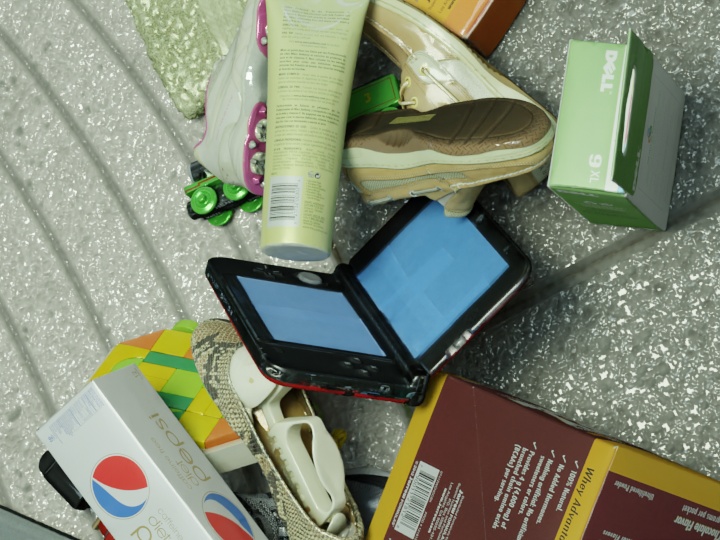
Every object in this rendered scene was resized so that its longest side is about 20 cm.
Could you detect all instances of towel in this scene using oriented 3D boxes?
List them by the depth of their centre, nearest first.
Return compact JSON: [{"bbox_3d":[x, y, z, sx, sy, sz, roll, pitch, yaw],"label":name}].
[{"bbox_3d":[-0.121,-0.232,1.777,0.148,0.036,0.201,-28,74,15],"label":"towel"}]

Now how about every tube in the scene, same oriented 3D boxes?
[{"bbox_3d":[-0.037,-0.108,1.621,0.052,0.058,0.202,-9,72,45],"label":"tube"}]

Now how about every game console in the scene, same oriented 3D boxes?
[{"bbox_3d":[0.000,0.000,1.608,0.171,0.200,0.119,9,109,-21],"label":"game console"}]

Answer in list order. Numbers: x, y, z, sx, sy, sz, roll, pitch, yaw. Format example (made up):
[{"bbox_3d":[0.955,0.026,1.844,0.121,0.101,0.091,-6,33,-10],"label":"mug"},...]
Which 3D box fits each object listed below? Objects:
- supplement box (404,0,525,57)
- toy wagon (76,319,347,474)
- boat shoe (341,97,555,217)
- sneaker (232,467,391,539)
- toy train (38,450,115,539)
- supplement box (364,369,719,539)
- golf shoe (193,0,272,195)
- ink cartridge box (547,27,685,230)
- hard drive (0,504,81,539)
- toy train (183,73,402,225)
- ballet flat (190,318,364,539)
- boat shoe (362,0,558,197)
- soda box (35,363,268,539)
[{"bbox_3d":[0.028,-0.243,1.710,0.199,0.066,0.069,34,94,20],"label":"supplement box"},{"bbox_3d":[-0.105,0.100,1.668,0.199,0.155,0.040,10,128,20],"label":"toy wagon"},{"bbox_3d":[0.066,-0.075,1.608,0.199,0.072,0.077,3,122,49],"label":"boat shoe"},{"bbox_3d":[-0.054,0.190,1.647,0.199,0.114,0.076,-10,86,18],"label":"sneaker"},{"bbox_3d":[-0.174,0.203,1.726,0.200,0.046,0.034,41,96,20],"label":"toy train"},{"bbox_3d":[0.118,0.197,1.534,0.200,0.132,0.198,21,90,53],"label":"supplement box"},{"bbox_3d":[-0.078,-0.159,1.694,0.091,0.075,0.201,11,87,46],"label":"golf shoe"},{"bbox_3d":[0.173,-0.096,1.565,0.059,0.200,0.105,8,84,19],"label":"ink cartridge box"},{"bbox_3d":[-0.297,0.253,1.770,0.199,0.033,0.140,20,89,21],"label":"hard drive"},{"bbox_3d":[-0.048,-0.093,1.730,0.199,0.042,0.057,-22,66,15],"label":"toy train"},{"bbox_3d":[-0.050,0.110,1.584,0.068,0.075,0.201,-22,77,-31],"label":"ballet flat"},{"bbox_3d":[0.062,-0.132,1.665,0.200,0.074,0.067,38,86,13],"label":"boat shoe"},{"bbox_3d":[-0.132,0.165,1.572,0.064,0.068,0.200,-40,83,22],"label":"soda box"}]
